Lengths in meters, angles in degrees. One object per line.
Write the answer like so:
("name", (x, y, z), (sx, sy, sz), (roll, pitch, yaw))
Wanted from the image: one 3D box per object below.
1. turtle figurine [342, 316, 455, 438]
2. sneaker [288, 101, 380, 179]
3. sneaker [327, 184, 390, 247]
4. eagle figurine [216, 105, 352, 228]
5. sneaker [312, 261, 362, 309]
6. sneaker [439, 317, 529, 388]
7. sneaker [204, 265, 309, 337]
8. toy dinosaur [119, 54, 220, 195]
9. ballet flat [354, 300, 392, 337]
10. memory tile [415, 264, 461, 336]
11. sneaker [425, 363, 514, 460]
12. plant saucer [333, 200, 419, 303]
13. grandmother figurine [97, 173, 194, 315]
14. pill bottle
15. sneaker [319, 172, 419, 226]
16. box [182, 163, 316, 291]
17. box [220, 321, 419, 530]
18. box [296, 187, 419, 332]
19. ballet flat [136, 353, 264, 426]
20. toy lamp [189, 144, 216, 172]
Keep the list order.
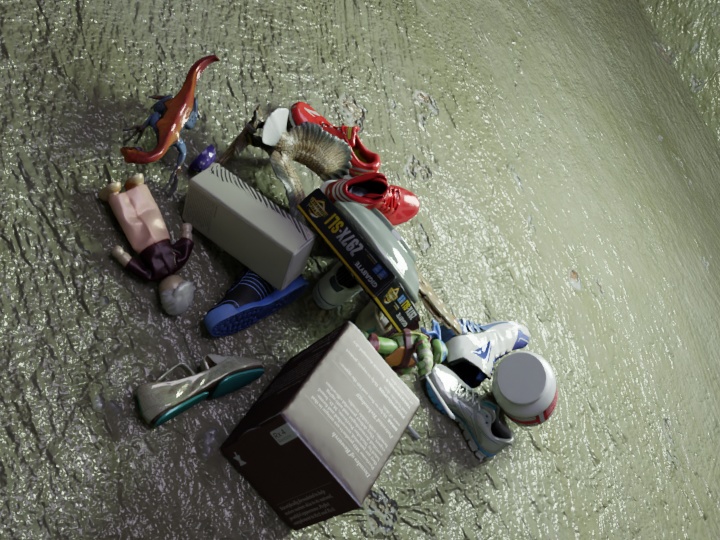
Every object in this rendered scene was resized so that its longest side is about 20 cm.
("turtle figurine", (0.050, 0.165, 1.253), (0.189, 0.144, 0.206), (10, 88, -15))
("sneaker", (-0.041, -0.243, 1.453), (0.199, 0.084, 0.078), (39, 46, -19))
("sneaker", (-0.003, -0.100, 1.408), (0.074, 0.081, 0.200), (49, 44, -7))
("eagle figurine", (-0.113, -0.179, 1.326), (0.199, 0.152, 0.152), (38, 26, -12))
("sneaker", (0.000, 0.000, 1.361), (0.074, 0.070, 0.200), (51, 44, -5))
("sneaker", (0.224, 0.157, 1.476), (0.195, 0.080, 0.118), (5, 67, -32))
("sneaker", (-0.166, 0.031, 1.204), (0.078, 0.070, 0.198), (50, 42, 13))
("toy dinosaur", (-0.291, -0.223, 1.180), (0.103, 0.203, 0.182), (20, 20, -13))
("ballet flat", (0.057, 0.049, 1.388), (0.070, 0.069, 0.201), (45, 44, -11))
("memory tile", (0.103, 0.022, 1.389), (0.202, 0.017, 0.153), (56, 10, 30))
("sneaker", (0.195, 0.233, 1.393), (0.201, 0.086, 0.075), (48, 46, -7))
("plant saucer", (0.037, -0.041, 1.247), (0.201, 0.050, 0.200), (51, -1, 1))
("grandmother figurine", (-0.290, -0.033, 1.135), (0.119, 0.061, 0.204), (-24, 86, -19))
("pill bottle", (0.289, 0.206, 1.409), (0.200, 0.110, 0.115), (50, 25, -67))
("sneaker", (0.039, -0.113, 1.325), (0.196, 0.115, 0.081), (-1, 89, -33))
("box", (-0.167, -0.066, 1.191), (0.198, 0.083, 0.068), (36, 42, 11))
("box", (-0.053, 0.216, 1.121), (0.165, 0.165, 0.201), (48, 44, -9))
("box", (-0.002, -0.014, 1.208), (0.201, 0.049, 0.160), (50, -3, 27))
("ballet flat", (-0.215, 0.145, 1.092), (0.198, 0.068, 0.063), (-20, 70, -46))
("toy lamp", (-0.183, -0.109, 1.271), (0.201, 0.058, 0.058), (48, 44, -10))
